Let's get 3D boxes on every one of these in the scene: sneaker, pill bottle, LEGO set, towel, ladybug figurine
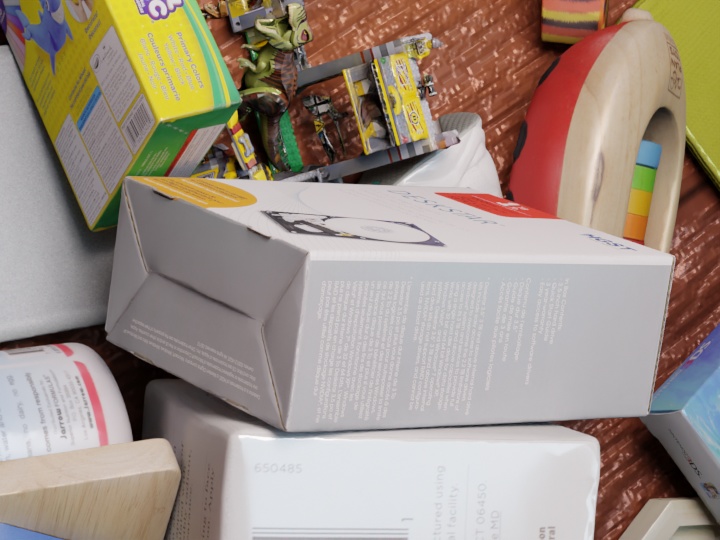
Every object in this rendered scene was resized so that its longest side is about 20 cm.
[{"bbox_3d":[0.000,0.000,1.091,0.200,0.070,0.081,-35,114,-22],"label":"sneaker"},{"bbox_3d":[-0.209,0.097,0.958,0.199,0.109,0.110,-6,90,-26],"label":"pill bottle"},{"bbox_3d":[-0.030,-0.114,1.031,0.153,0.115,0.202,-4,81,-57],"label":"LEGO set"},{"bbox_3d":[0.225,-0.083,1.230,0.086,0.018,0.200,-45,106,-24],"label":"towel"},{"bbox_3d":[0.123,-0.041,1.136,0.136,0.071,0.202,18,83,-65],"label":"ladybug figurine"}]

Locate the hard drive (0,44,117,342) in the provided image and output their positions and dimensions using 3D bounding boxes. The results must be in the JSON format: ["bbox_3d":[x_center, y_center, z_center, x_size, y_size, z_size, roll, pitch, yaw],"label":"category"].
[{"bbox_3d":[-0.180,-0.035,1.022,0.199,0.033,0.141,-10,91,-27],"label":"hard drive"}]

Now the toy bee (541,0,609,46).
[{"bbox_3d":[0.114,-0.223,1.135,0.130,0.109,0.202,-15,87,8],"label":"toy bee"}]

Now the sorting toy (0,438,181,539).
[{"bbox_3d":[-0.180,0.177,0.920,0.197,0.201,0.070,-7,47,-27],"label":"sorting toy"}]

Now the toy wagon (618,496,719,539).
[{"bbox_3d":[0.194,0.228,1.192,0.154,0.040,0.202,1,88,-26],"label":"toy wagon"}]

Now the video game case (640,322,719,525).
[{"bbox_3d":[0.276,0.083,1.198,0.200,0.045,0.182,-44,104,-24],"label":"video game case"}]

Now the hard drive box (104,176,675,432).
[{"bbox_3d":[0.012,0.012,0.943,0.199,0.155,0.077,1,103,-37],"label":"hard drive box"}]

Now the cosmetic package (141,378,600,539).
[{"bbox_3d":[-0.006,0.142,0.958,0.164,0.200,0.166,2,93,-16],"label":"cosmetic package"}]

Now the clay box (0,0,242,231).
[{"bbox_3d":[-0.128,-0.133,0.977,0.047,0.115,0.201,-16,74,-29],"label":"clay box"}]
